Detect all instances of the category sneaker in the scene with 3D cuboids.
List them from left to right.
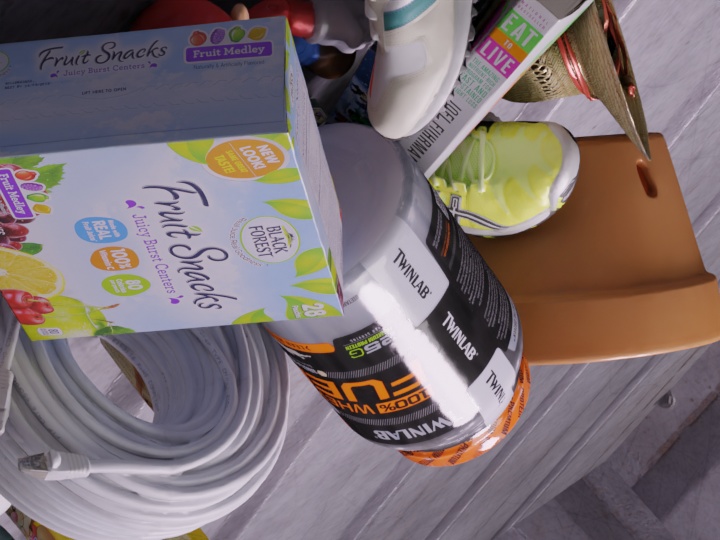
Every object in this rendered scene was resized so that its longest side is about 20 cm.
[{"bbox_3d":[0.017,-0.165,1.230,0.093,0.070,0.200,9,117,-18],"label":"sneaker"},{"bbox_3d":[0.045,-0.061,1.538,0.200,0.076,0.076,-4,169,32],"label":"sneaker"}]

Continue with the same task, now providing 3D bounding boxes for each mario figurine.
[{"bbox_3d":[-0.056,-0.087,1.276,0.200,0.106,0.124,-25,124,-71],"label":"mario figurine"}]

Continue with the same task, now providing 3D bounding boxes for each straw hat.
[{"bbox_3d":[0.117,-0.146,1.523,0.085,0.202,0.201,-16,170,11],"label":"straw hat"}]

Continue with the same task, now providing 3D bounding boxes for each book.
[{"bbox_3d":[0.076,-0.121,1.390,0.200,0.048,0.134,-48,-179,44],"label":"book"}]

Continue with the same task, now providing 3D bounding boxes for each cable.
[{"bbox_3d":[-0.132,0.055,1.317,0.200,0.200,0.069,20,136,-30],"label":"cable"}]

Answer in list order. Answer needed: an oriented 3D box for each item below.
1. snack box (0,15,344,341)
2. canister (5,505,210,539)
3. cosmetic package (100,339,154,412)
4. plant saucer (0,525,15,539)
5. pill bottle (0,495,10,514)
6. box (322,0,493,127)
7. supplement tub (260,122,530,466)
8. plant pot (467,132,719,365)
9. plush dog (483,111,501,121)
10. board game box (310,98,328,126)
[{"bbox_3d":[-0.101,-0.039,1.158,0.168,0.068,0.200,-4,156,5],"label":"snack box"},{"bbox_3d":[-0.168,0.141,1.491,0.087,0.200,0.149,-41,167,-2],"label":"canister"},{"bbox_3d":[-0.104,0.016,1.520,0.103,0.087,0.200,-36,165,-15],"label":"cosmetic package"},{"bbox_3d":[-0.293,0.186,1.396,0.200,0.200,0.027,-32,125,-34],"label":"plant saucer"},{"bbox_3d":[-0.286,0.133,1.328,0.200,0.112,0.113,-27,160,-49],"label":"pill bottle"},{"bbox_3d":[0.036,-0.132,1.413,0.137,0.038,0.200,-53,180,-20],"label":"box"},{"bbox_3d":[0.015,0.020,1.367,0.122,0.123,0.200,-41,134,-2],"label":"supplement tub"},{"bbox_3d":[0.140,-0.018,1.617,0.199,0.141,0.200,-4,-176,0],"label":"plant pot"},{"bbox_3d":[0.024,-0.006,1.734,0.171,0.161,0.200,-1,144,-34],"label":"plush dog"},{"bbox_3d":[0.000,0.000,1.517,0.023,0.200,0.105,-17,153,-53],"label":"board game box"}]
